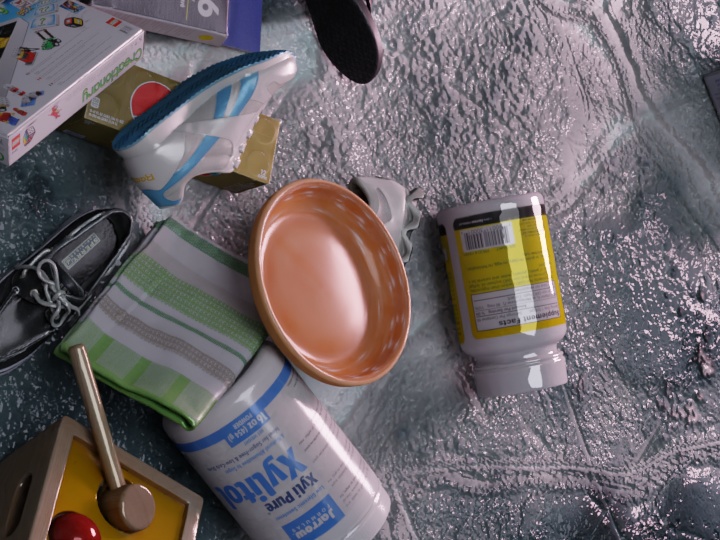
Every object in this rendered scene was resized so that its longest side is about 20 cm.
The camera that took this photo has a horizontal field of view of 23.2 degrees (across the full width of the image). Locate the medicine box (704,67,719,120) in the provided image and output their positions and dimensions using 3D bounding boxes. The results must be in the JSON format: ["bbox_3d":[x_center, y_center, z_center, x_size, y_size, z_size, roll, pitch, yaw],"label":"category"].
[{"bbox_3d":[0.539,-0.184,2.112,0.182,0.103,0.200,-29,100,-33],"label":"medicine box"}]

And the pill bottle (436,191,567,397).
[{"bbox_3d":[0.150,0.026,1.814,0.114,0.114,0.200,-10,90,-35],"label":"pill bottle"}]

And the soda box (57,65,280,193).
[{"bbox_3d":[-0.178,-0.136,1.642,0.200,0.064,0.068,19,73,-31],"label":"soda box"}]

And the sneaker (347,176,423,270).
[{"bbox_3d":[0.000,0.000,1.748,0.088,0.074,0.200,17,69,-22],"label":"sneaker"}]

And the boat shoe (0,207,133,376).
[{"bbox_3d":[-0.273,0.018,1.554,0.199,0.068,0.074,-44,108,-30],"label":"boat shoe"}]

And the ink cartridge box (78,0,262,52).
[{"bbox_3d":[-0.169,-0.324,1.684,0.200,0.047,0.198,8,79,-31],"label":"ink cartridge box"}]

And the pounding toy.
[{"bbox_3d":[-0.230,0.208,1.495,0.184,0.142,0.200,35,40,-26],"label":"pounding toy"}]

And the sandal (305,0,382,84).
[{"bbox_3d":[-0.025,-0.285,1.763,0.045,0.075,0.200,-34,101,-44],"label":"sandal"}]

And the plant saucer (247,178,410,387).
[{"bbox_3d":[-0.034,0.014,1.635,0.200,0.037,0.200,20,60,-40],"label":"plant saucer"}]

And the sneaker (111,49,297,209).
[{"bbox_3d":[-0.132,-0.135,1.596,0.200,0.076,0.081,-39,114,-26],"label":"sneaker"}]

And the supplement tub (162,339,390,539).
[{"bbox_3d":[-0.078,0.175,1.629,0.132,0.132,0.200,-46,109,-29],"label":"supplement tub"}]

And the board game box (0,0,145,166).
[{"bbox_3d":[-0.294,-0.174,1.512,0.200,0.126,0.035,-48,156,-44],"label":"board game box"}]

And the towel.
[{"bbox_3d":[-0.163,0.042,1.575,0.149,0.031,0.200,27,44,7],"label":"towel"}]
